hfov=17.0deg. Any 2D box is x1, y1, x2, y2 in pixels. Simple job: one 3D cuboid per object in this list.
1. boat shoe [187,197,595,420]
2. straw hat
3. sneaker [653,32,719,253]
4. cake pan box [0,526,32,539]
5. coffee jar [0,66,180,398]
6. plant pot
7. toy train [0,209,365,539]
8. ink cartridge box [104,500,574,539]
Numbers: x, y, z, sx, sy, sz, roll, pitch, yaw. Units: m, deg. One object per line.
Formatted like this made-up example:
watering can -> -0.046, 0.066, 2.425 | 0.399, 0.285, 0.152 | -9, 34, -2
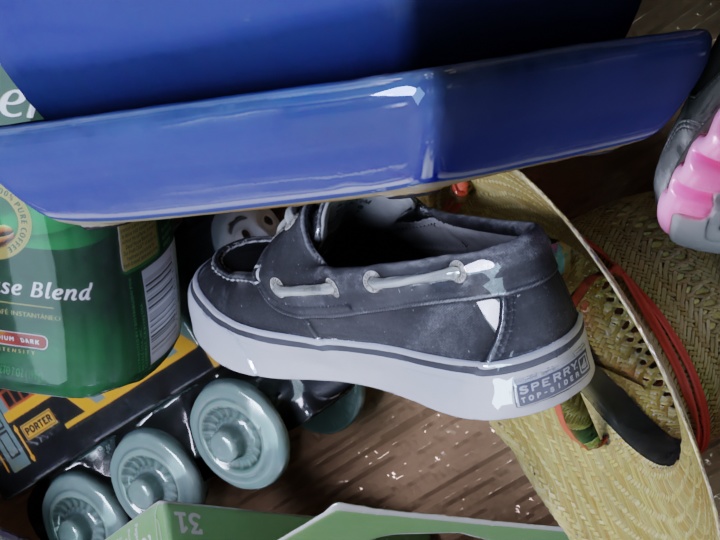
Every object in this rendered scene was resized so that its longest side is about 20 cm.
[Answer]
boat shoe -> 0.000, 0.000, 0.831 | 0.199, 0.071, 0.068 | 13, 124, 55
straw hat -> 0.102, 0.019, 0.850 | 0.202, 0.085, 0.202 | 54, 161, 28
sneaker -> 0.151, -0.094, 0.758 | 0.078, 0.096, 0.201 | 12, 128, -28
cake pan box -> -0.224, 0.111, 1.047 | 0.199, 0.184, 0.053 | 21, 84, 10
coffee jar -> -0.120, -0.060, 0.877 | 0.103, 0.085, 0.202 | 8, 113, 18
plant pot -> -0.011, -0.114, 0.731 | 0.199, 0.199, 0.182 | -6, 95, 34
toy train -> -0.085, 0.047, 0.993 | 0.199, 0.085, 0.114 | -32, 91, 40
ink cartridge box -> -0.021, 0.118, 0.960 | 0.200, 0.145, 0.048 | -38, 55, 40
